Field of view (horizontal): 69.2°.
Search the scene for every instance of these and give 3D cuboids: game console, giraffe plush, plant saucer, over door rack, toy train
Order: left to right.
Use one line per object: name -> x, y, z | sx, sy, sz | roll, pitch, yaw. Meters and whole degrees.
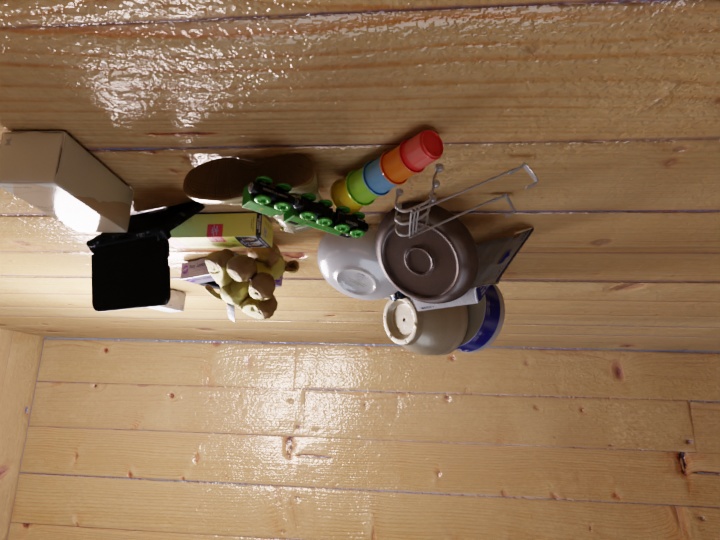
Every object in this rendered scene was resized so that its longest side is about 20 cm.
game console -> -0.374, -0.027, 0.921 | 0.199, 0.117, 0.176 | -6, -153, 29
giraffe plush -> -0.219, 0.004, 1.114 | 0.172, 0.162, 0.200 | 38, 143, 1
toy train -> -0.076, -0.083, 0.748 | 0.200, 0.042, 0.056 | 17, 154, -36
plant saucer -> 0.109, -0.022, 0.923 | 0.200, 0.201, 0.032 | -9, -158, 36
over door rack -> 0.147, -0.113, 0.795 | 0.199, 0.067, 0.148 | -12, 169, 2

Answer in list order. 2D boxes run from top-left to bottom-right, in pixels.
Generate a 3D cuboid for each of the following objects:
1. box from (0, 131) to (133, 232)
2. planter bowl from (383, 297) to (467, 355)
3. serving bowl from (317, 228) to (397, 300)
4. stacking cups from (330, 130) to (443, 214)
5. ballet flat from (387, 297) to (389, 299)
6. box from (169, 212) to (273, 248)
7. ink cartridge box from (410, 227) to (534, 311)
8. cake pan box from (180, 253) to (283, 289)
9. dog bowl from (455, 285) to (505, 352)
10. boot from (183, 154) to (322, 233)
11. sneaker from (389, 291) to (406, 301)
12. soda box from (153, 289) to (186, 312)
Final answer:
box -> -0.435, -0.126, 0.786 | 0.095, 0.078, 0.200 | 1, 165, 4
planter bowl -> 0.142, 0.115, 1.276 | 0.134, 0.201, 0.200 | -2, 171, -40
serving bowl -> 0.000, 0.000, 1.075 | 0.199, 0.066, 0.200 | 11, 142, 9
stacking cups -> 0.035, -0.141, 0.736 | 0.060, 0.061, 0.200 | 12, 157, -34
ballet flat -> 0.076, 0.032, 1.329 | 0.068, 0.073, 0.200 | 3, 165, -5
box -> -0.275, -0.076, 1.010 | 0.199, 0.050, 0.075 | 0, 166, 7
ink cartridge box -> 0.225, 0.001, 1.018 | 0.200, 0.041, 0.200 | -14, -158, 46
cake pan box -> -0.333, 0.011, 1.349 | 0.199, 0.052, 0.184 | -8, 160, 33
dog bowl -> 0.262, 0.105, 1.331 | 0.079, 0.201, 0.200 | 16, 160, -38
boot -> -0.154, -0.111, 0.812 | 0.199, 0.073, 0.156 | -6, 160, 6
sneaker -> 0.058, 0.011, 1.172 | 0.199, 0.112, 0.073 | 9, 162, -27
soda box -> -0.648, 0.084, 1.631 | 0.068, 0.064, 0.200 | -7, 163, 33
